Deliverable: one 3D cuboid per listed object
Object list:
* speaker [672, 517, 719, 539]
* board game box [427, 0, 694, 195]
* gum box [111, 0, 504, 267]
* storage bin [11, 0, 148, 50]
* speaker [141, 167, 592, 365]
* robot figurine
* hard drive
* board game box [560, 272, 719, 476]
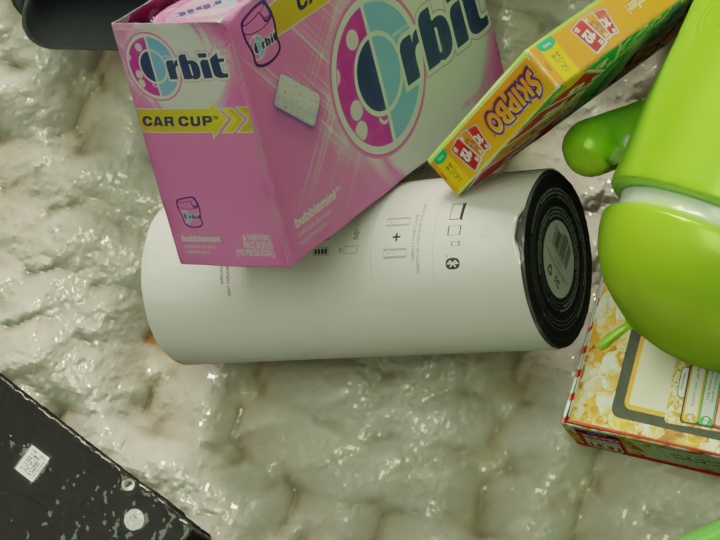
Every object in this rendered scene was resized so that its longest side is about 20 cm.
[{"bbox_3d":[0.152,0.150,1.109,0.199,0.088,0.089,-28,68,19],"label":"speaker"},{"bbox_3d":[0.118,-0.108,1.161,0.030,0.096,0.200,48,52,4],"label":"board game box"},{"bbox_3d":[-0.015,-0.096,1.173,0.066,0.200,0.114,2,117,36],"label":"gum box"},{"bbox_3d":[-0.123,-0.226,1.260,0.135,0.145,0.201,51,127,32],"label":"storage bin"},{"bbox_3d":[0.000,0.000,1.193,0.199,0.081,0.082,-4,72,27],"label":"speaker"},{"bbox_3d":[0.173,-0.046,1.110,0.174,0.116,0.201,20,81,27],"label":"robot figurine"},{"bbox_3d":[-0.187,0.125,1.252,0.199,0.038,0.140,34,85,21],"label":"hard drive"},{"bbox_3d":[0.205,0.023,1.169,0.198,0.046,0.153,13,78,19],"label":"board game box"}]
